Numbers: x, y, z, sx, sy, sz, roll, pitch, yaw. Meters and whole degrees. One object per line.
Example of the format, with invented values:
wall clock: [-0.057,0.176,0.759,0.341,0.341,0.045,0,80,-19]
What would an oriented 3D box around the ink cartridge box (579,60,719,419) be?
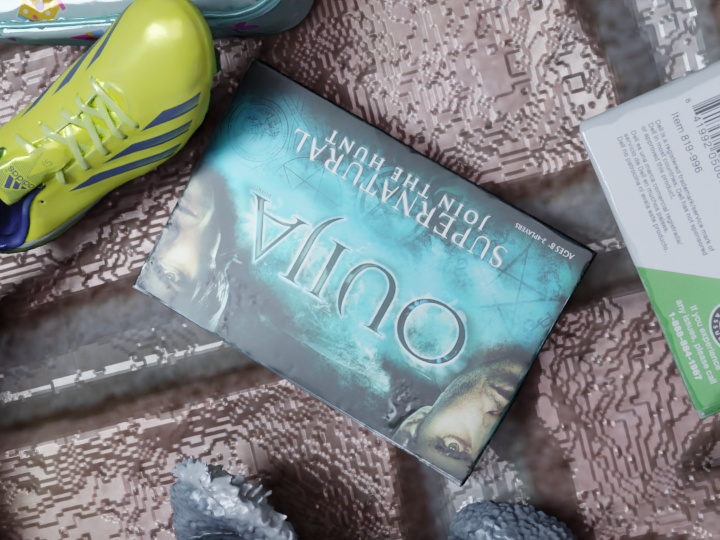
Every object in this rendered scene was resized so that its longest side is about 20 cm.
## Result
ink cartridge box: [0.220,-0.039,0.725,0.199,0.083,0.147,-22,87,12]

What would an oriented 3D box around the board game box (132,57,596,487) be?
board game box: [0.000,0.000,0.801,0.199,0.028,0.136,30,97,9]

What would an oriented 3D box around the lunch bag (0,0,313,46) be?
lunch bag: [-0.123,-0.196,0.795,0.199,0.077,0.162,0,93,11]

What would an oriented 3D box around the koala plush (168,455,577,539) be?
koala plush: [-0.022,0.180,0.751,0.199,0.184,0.178,18,95,23]

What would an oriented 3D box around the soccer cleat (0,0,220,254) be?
soccer cleat: [-0.139,-0.062,0.763,0.200,0.084,0.065,-36,87,42]
